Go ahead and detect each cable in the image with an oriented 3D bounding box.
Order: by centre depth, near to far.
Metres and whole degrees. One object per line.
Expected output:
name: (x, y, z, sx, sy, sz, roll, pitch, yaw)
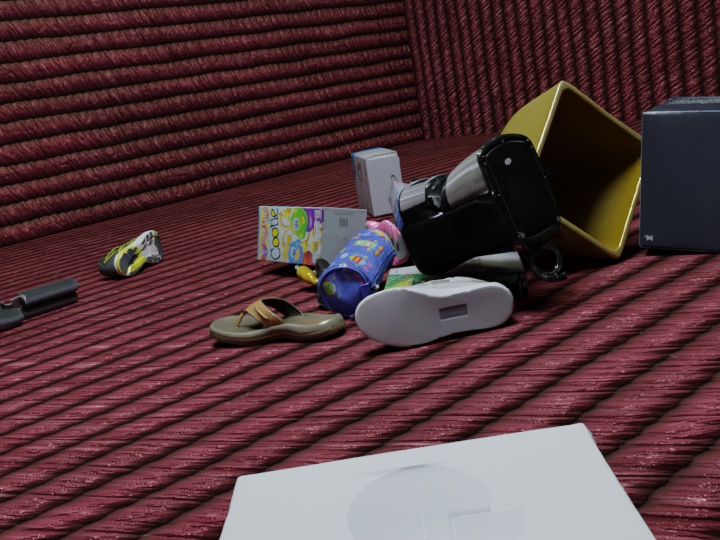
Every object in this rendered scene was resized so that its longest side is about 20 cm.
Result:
cable: (-0.043, 0.027, 1.341, 0.096, 0.051, 0.200, 4, 21, -16)

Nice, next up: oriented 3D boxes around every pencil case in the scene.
pencil case: (0.000, 0.000, 1.250, 0.086, 0.079, 0.200, 4, 20, 12)

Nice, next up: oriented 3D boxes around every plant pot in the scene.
plant pot: (0.287, -0.136, 1.293, 0.195, 0.196, 0.200, 28, -17, -23)

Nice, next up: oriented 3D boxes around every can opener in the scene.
can opener: (-0.609, 0.069, 1.556, 0.066, 0.053, 0.199, 37, 38, 23)

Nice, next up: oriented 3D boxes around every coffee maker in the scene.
coffee maker: (0.154, -0.059, 1.123, 0.134, 0.194, 0.200, 5, -17, -31)

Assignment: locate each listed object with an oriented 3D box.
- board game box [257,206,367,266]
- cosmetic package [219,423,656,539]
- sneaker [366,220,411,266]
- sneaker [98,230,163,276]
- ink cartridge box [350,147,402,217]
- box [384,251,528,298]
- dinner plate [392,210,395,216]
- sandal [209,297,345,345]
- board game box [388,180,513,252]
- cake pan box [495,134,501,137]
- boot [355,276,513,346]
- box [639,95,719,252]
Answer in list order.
board game box: (-0.091, -0.063, 1.530, 0.104, 0.104, 0.199, 0, 4, -39)
cosmetic package: (0.036, 0.177, 0.376, 0.197, 0.124, 0.200, -9, 11, 3)
sneaker: (0.071, -0.055, 1.511, 0.095, 0.080, 0.200, -2, 11, -18)
sneaker: (-0.509, -0.038, 1.861, 0.084, 0.075, 0.200, -7, 13, 17)
ink cartridge box: (0.042, -0.219, 2.060, 0.084, 0.146, 0.200, -12, 12, -10)
box: (0.135, 0.016, 1.205, 0.198, 0.037, 0.144, -9, 12, 8)
dinner plate: (0.153, -0.075, 1.509, 0.198, 0.024, 0.200, 11, 17, -3)
sandal: (-0.115, 0.064, 1.149, 0.198, 0.055, 0.080, -4, 14, 25)
board game box: (0.155, -0.097, 1.467, 0.198, 0.044, 0.199, 12, 16, -7)
cake pan box: (0.337, -0.157, 1.471, 0.198, 0.186, 0.052, -6, 9, 19)
boot: (0.086, 0.048, 1.054, 0.198, 0.074, 0.096, -3, 5, -9)
box: (0.499, -0.148, 1.253, 0.122, 0.202, 0.198, 6, 19, 31)
